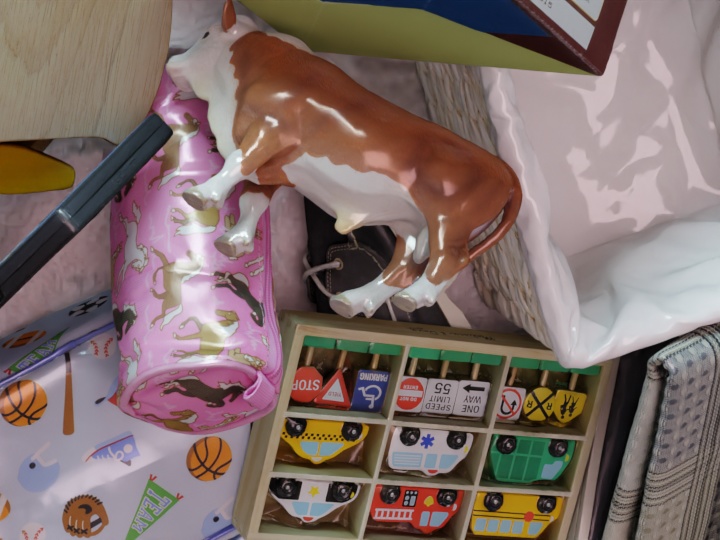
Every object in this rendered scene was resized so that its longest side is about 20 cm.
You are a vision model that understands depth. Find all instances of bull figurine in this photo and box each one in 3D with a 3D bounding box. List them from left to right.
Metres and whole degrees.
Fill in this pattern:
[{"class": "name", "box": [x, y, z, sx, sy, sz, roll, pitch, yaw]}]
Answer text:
[{"class": "bull figurine", "box": [-0.020, -0.054, 1.171, 0.199, 0.065, 0.122, 24, 64, 9]}]

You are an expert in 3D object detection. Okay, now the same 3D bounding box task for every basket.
[{"class": "basket", "box": [0.152, -0.080, 1.281, 0.199, 0.161, 0.199, -19, 104, -11]}]

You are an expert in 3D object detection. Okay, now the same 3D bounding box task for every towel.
[{"class": "towel", "box": [0.216, 0.089, 1.331, 0.192, 0.034, 0.201, -26, 136, -34]}]

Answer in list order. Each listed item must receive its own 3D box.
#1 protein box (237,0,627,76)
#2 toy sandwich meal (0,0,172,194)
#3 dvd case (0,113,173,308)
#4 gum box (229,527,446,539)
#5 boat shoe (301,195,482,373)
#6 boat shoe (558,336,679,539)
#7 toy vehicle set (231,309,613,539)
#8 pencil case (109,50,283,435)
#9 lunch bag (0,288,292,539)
[{"class": "protein box", "box": [0.037, -0.220, 1.143, 0.135, 0.198, 0.201, 33, 72, -48]}, {"class": "toy sandwich meal", "box": [-0.185, -0.113, 1.166, 0.205, 0.070, 0.206, -24, 126, -38]}, {"class": "dvd case", "box": [-0.183, 0.010, 1.171, 0.018, 0.143, 0.200, 45, 116, -7]}, {"class": "gum box", "box": [-0.028, 0.212, 1.342, 0.200, 0.045, 0.170, -42, 108, -5]}, {"class": "boat shoe", "box": [0.000, 0.000, 1.299, 0.067, 0.072, 0.201, -34, 110, -8]}, {"class": "boat shoe", "box": [0.147, 0.126, 1.362, 0.062, 0.073, 0.201, 9, 94, -16]}, {"class": "toy vehicle set", "box": [0.036, 0.093, 1.290, 0.199, 0.027, 0.125, 6, 105, -26]}, {"class": "pencil case", "box": [-0.085, -0.012, 1.215, 0.082, 0.086, 0.201, 17, 54, -29]}, {"class": "lunch bag", "box": [-0.143, 0.103, 1.277, 0.199, 0.076, 0.161, -27, 108, -11]}]
